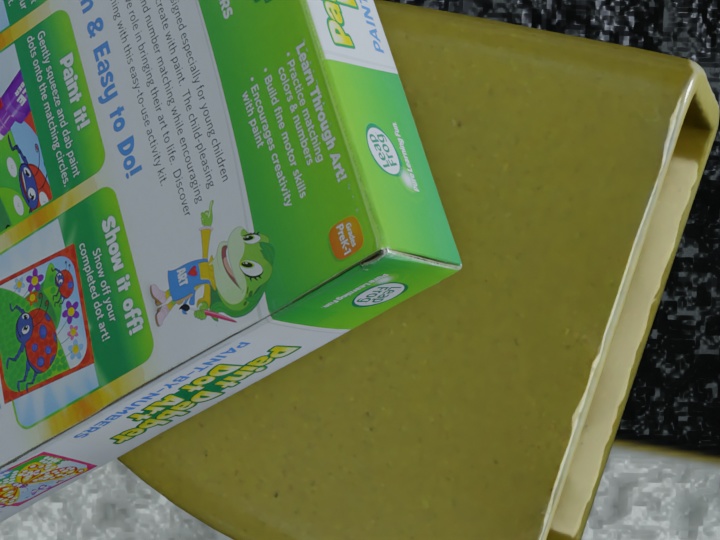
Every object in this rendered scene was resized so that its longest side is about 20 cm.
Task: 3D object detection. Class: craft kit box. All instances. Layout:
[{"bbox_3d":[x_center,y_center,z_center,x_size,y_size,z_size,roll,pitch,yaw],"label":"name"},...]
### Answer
[{"bbox_3d":[-0.083,-0.049,0.611,0.197,0.048,0.200,-30,66,32],"label":"craft kit box"}]

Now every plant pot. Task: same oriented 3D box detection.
[{"bbox_3d":[0.000,0.000,0.685,0.200,0.195,0.194,19,94,13],"label":"plant pot"}]
